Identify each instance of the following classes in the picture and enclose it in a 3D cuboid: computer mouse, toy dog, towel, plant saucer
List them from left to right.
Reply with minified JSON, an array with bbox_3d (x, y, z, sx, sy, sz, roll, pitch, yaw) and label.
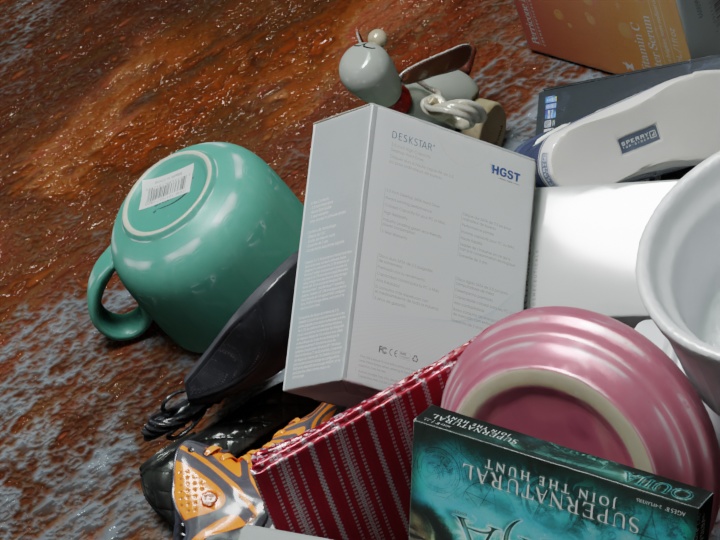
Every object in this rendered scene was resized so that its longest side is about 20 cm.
[{"bbox_3d":[-0.075,0.059,1.670,0.053,0.200,0.138,44,48,4],"label":"computer mouse"},{"bbox_3d":[0.028,0.130,1.548,0.199,0.145,0.023,-28,43,-9],"label":"towel"},{"bbox_3d":[0.056,-0.161,1.860,0.131,0.200,0.097,13,82,10],"label":"toy dog"},{"bbox_3d":[0.132,0.125,1.455,0.200,0.201,0.051,6,21,32],"label":"plant saucer"}]

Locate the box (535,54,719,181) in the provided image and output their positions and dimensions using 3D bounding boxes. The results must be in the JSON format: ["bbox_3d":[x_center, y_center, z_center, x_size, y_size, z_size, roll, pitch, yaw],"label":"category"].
[{"bbox_3d":[0.218,-0.083,1.796,0.159,0.044,0.200,-9,39,17],"label":"box"}]

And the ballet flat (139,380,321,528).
[{"bbox_3d":[-0.073,0.125,1.696,0.199,0.066,0.057,-30,82,-10],"label":"ballet flat"}]

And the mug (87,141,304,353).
[{"bbox_3d":[-0.135,-0.016,1.813,0.185,0.114,0.152,-49,39,-11],"label":"mug"}]

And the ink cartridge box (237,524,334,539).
[{"bbox_3d":[-0.001,0.253,1.431,0.199,0.083,0.147,5,66,32],"label":"ink cartridge box"}]

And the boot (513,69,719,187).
[{"bbox_3d":[0.212,-0.106,1.735,0.199,0.073,0.090,-15,6,-19],"label":"boot"}]

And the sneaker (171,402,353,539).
[{"bbox_3d":[-0.070,0.135,1.624,0.112,0.078,0.200,22,52,16],"label":"sneaker"}]

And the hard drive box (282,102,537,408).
[{"bbox_3d":[0.038,0.002,1.608,0.077,0.155,0.201,-13,65,53],"label":"hard drive box"}]

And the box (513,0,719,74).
[{"bbox_3d":[0.227,-0.255,1.912,0.200,0.153,0.106,21,55,43],"label":"box"}]

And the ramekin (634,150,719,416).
[{"bbox_3d":[0.281,0.012,1.419,0.200,0.098,0.201,-14,44,13],"label":"ramekin"}]

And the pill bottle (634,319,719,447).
[{"bbox_3d":[0.285,0.078,1.508,0.199,0.114,0.114,-2,41,24],"label":"pill bottle"}]

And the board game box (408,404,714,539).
[{"bbox_3d":[0.122,0.176,1.432,0.199,0.136,0.028,15,27,28],"label":"board game box"}]

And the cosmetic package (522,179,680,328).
[{"bbox_3d":[0.217,-0.004,1.641,0.199,0.085,0.108,-3,72,23],"label":"cosmetic package"}]
